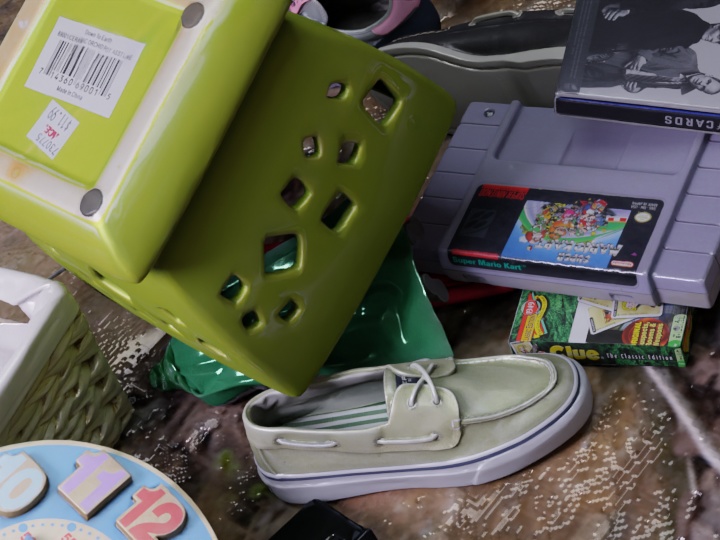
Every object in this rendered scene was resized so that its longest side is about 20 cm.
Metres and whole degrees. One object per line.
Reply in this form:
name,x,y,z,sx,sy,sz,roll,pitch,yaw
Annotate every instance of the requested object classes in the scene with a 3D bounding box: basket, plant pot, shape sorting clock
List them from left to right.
basket,-0.246,0.109,1.062,0.135,0.124,0.200,10,54,32
shape sorting clock,-0.165,0.178,0.920,0.199,0.039,0.201,3,56,-4
plant pot,-0.100,-0.073,0.995,0.200,0.181,0.200,24,84,39

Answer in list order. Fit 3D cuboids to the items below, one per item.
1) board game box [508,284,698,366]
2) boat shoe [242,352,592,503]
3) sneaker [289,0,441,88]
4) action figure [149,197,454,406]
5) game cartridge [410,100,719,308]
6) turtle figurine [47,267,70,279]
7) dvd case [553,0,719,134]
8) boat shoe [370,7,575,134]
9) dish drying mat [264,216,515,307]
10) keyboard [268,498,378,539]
board game box,0.161,-0.029,1.071,0.104,0.023,0.201,-2,50,26
boat shoe,0.030,0.083,1.000,0.199,0.062,0.072,-16,45,11
sneaker,-0.042,-0.168,1.247,0.199,0.082,0.070,-9,47,17
action figure,-0.046,0.030,1.075,0.199,0.055,0.119,-23,79,23
game cartridge,0.131,-0.043,1.060,0.199,0.038,0.130,7,50,31
turtle figurine,-0.123,-0.057,1.168,0.200,0.101,0.149,-40,37,-24
dvd case,0.226,-0.144,1.058,0.199,0.025,0.151,8,58,13
boat shoe,0.090,-0.135,1.155,0.199,0.074,0.060,0,45,42
dish drying mat,0.000,0.000,1.121,0.199,0.018,0.077,-11,45,16
keyboard,-0.067,0.212,0.958,0.200,0.040,0.104,-43,24,-13
